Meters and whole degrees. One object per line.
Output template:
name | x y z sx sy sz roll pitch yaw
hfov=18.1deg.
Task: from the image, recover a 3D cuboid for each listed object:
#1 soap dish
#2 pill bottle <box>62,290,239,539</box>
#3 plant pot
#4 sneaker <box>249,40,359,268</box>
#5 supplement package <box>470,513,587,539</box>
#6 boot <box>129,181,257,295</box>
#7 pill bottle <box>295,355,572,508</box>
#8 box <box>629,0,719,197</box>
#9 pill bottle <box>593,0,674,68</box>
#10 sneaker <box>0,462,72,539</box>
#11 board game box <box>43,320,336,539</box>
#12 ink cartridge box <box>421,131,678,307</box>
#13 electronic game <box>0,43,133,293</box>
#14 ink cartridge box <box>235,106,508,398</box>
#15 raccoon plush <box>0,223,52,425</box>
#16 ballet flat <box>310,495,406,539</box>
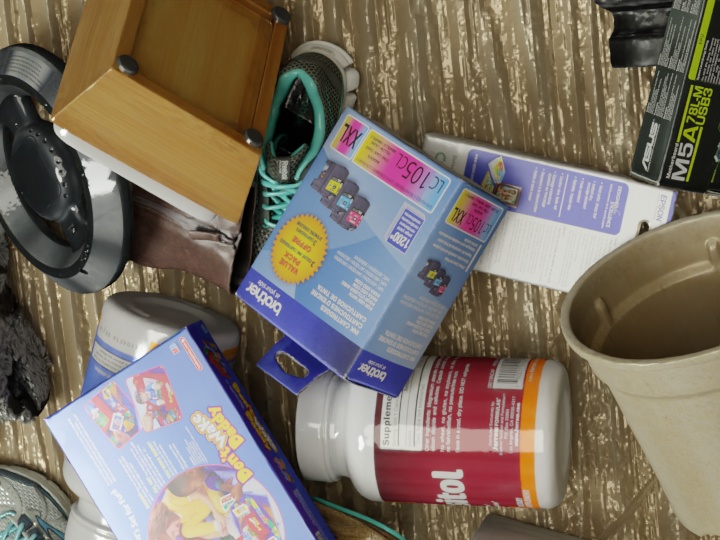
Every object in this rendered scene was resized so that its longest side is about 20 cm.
soap dish | -0.133 -0.146 1.661 0.157 0.201 0.081 30 130 -19
pill bottle | -0.171 0.127 1.774 0.111 0.112 0.201 18 101 10
plant pot | 0.266 0.084 1.630 0.199 0.201 0.184 -15 117 14
sneaker | -0.057 -0.076 1.731 0.077 0.091 0.201 10 100 12
supplement package | 0.118 0.269 1.682 0.109 0.200 0.115 14 100 10
boot | -0.146 -0.093 1.744 0.166 0.072 0.201 19 117 26
pill bottle | 0.057 0.121 1.721 0.198 0.113 0.114 1 98 14
box | 0.302 -0.145 1.610 0.192 0.047 0.201 8 102 -24
pill bottle | 0.216 -0.250 1.634 0.111 0.112 0.202 -4 97 13
sneaker | -0.253 0.230 1.820 0.200 0.086 0.078 39 103 5
board game box | -0.125 0.158 1.685 0.134 0.045 0.201 -32 89 12
ink cartridge box | 0.136 -0.038 1.721 0.199 0.037 0.095 14 100 13
electronic game | -0.238 -0.078 1.748 0.200 0.041 0.201 31 133 40
ink cartridge box | 0.000 0.000 1.679 0.136 0.076 0.201 34 97 38
raccoon plush | -0.329 0.064 1.836 0.133 0.097 0.201 -16 65 27
ballet flat | -0.054 0.197 1.747 0.199 0.068 0.073 27 78 31
